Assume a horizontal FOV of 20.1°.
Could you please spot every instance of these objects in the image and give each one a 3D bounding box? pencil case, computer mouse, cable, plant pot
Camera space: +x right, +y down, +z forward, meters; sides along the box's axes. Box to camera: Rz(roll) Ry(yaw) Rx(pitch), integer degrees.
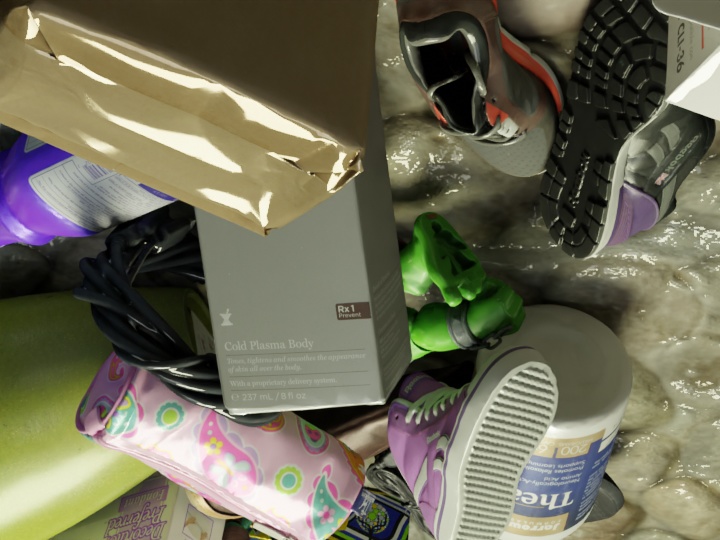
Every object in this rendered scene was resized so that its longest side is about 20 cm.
[{"bbox_3d":[-0.090,0.119,1.367,0.199,0.088,0.087,32,140,-21],"label":"pencil case"},{"bbox_3d":[0.104,0.157,1.618,0.199,0.046,0.140,-15,137,37],"label":"computer mouse"},{"bbox_3d":[-0.108,0.037,1.307,0.051,0.200,0.163,-39,99,18],"label":"cable"},{"bbox_3d":[-0.198,0.088,1.458,0.199,0.188,0.187,-20,142,9],"label":"plant pot"}]

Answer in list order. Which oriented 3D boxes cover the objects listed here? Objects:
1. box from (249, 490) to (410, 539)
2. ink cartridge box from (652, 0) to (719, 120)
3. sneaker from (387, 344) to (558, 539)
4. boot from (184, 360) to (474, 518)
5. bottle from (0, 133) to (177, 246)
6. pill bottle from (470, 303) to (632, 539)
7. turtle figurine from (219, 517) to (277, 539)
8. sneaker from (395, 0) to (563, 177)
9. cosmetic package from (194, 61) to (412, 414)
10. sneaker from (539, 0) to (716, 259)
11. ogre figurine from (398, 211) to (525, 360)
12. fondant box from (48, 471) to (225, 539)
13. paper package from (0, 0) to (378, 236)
[{"bbox_3d":[-0.062,0.214,1.710,0.199,0.065,0.070,12,147,-9],"label":"box"},{"bbox_3d":[0.227,-0.132,1.069,0.199,0.117,0.068,18,146,-16],"label":"ink cartridge box"},{"bbox_3d":[0.062,0.096,1.362,0.072,0.115,0.201,-15,144,-28],"label":"sneaker"},{"bbox_3d":[-0.021,0.113,1.479,0.166,0.073,0.200,-25,176,33],"label":"boot"},{"bbox_3d":[-0.180,-0.062,1.296,0.199,0.066,0.083,-21,138,36],"label":"bottle"},{"bbox_3d":[0.125,0.127,1.472,0.110,0.111,0.201,7,139,-1],"label":"pill bottle"},{"bbox_3d":[-0.091,0.182,1.584,0.149,0.200,0.101,6,115,-15],"label":"turtle figurine"},{"bbox_3d":[0.062,-0.101,1.177,0.077,0.082,0.200,-9,144,23],"label":"sneaker"},{"bbox_3d":[-0.037,-0.025,1.214,0.106,0.090,0.201,-5,108,16],"label":"cosmetic package"},{"bbox_3d":[0.171,-0.099,1.195,0.087,0.076,0.201,-17,145,-29],"label":"sneaker"},{"bbox_3d":[0.000,0.000,1.333,0.199,0.099,0.120,18,142,-22],"label":"ogre figurine"},{"bbox_3d":[-0.167,0.169,1.528,0.144,0.201,0.058,-19,136,34],"label":"fondant box"},{"bbox_3d":[-0.089,-0.148,1.019,0.190,0.201,0.103,23,145,-25],"label":"paper package"}]
